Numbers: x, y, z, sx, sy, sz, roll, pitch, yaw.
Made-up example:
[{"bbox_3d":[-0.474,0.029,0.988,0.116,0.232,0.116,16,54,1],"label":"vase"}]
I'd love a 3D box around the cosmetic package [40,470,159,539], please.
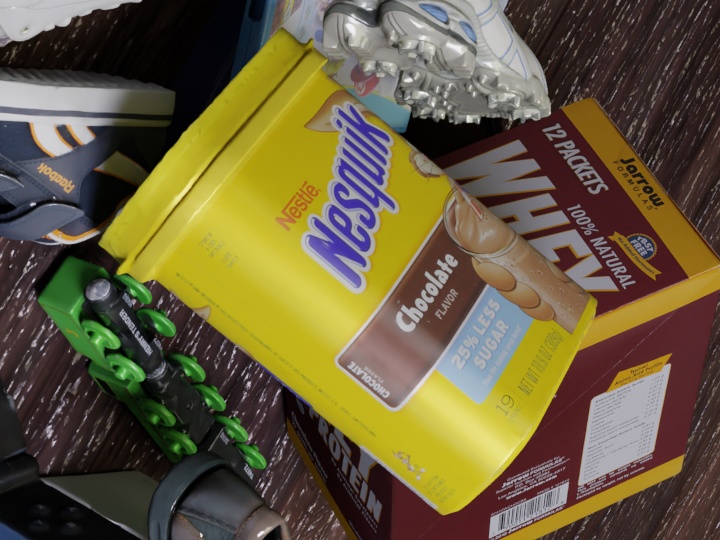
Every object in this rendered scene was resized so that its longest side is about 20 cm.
[{"bbox_3d":[-0.134,0.216,1.114,0.085,0.107,0.200,5,107,-55],"label":"cosmetic package"}]

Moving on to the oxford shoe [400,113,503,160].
[{"bbox_3d":[0.032,-0.047,1.209,0.084,0.073,0.200,-30,132,-39],"label":"oxford shoe"}]

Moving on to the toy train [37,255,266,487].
[{"bbox_3d":[-0.106,0.061,1.100,0.042,0.056,0.200,-56,145,-22],"label":"toy train"}]

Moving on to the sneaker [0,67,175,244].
[{"bbox_3d":[-0.156,-0.052,0.942,0.200,0.078,0.080,2,103,-56],"label":"sneaker"}]

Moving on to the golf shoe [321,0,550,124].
[{"bbox_3d":[0.046,-0.127,1.019,0.200,0.078,0.098,32,61,-69],"label":"golf shoe"}]

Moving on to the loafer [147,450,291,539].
[{"bbox_3d":[-0.055,0.176,1.045,0.072,0.063,0.200,-43,140,-30],"label":"loafer"}]

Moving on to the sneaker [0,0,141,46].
[{"bbox_3d":[-0.134,-0.143,0.937,0.200,0.075,0.100,10,115,-51],"label":"sneaker"}]

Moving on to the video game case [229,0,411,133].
[{"bbox_3d":[0.000,-0.169,1.084,0.143,0.018,0.201,-4,111,-55],"label":"video game case"}]

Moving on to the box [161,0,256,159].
[{"bbox_3d":[-0.050,-0.082,1.107,0.200,0.032,0.121,-62,146,-10],"label":"box"}]

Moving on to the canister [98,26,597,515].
[{"bbox_3d":[0.000,0.000,0.977,0.087,0.200,0.149,-47,-175,39],"label":"canister"}]

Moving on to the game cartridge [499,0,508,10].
[{"bbox_3d":[0.037,-0.186,1.071,0.134,0.040,0.200,-63,151,-6],"label":"game cartridge"}]

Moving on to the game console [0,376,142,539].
[{"bbox_3d":[-0.192,0.087,0.889,0.200,0.176,0.117,-19,125,-47],"label":"game console"}]

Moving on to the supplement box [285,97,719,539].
[{"bbox_3d":[0.071,0.045,1.170,0.197,0.133,0.200,-22,145,-16],"label":"supplement box"}]
